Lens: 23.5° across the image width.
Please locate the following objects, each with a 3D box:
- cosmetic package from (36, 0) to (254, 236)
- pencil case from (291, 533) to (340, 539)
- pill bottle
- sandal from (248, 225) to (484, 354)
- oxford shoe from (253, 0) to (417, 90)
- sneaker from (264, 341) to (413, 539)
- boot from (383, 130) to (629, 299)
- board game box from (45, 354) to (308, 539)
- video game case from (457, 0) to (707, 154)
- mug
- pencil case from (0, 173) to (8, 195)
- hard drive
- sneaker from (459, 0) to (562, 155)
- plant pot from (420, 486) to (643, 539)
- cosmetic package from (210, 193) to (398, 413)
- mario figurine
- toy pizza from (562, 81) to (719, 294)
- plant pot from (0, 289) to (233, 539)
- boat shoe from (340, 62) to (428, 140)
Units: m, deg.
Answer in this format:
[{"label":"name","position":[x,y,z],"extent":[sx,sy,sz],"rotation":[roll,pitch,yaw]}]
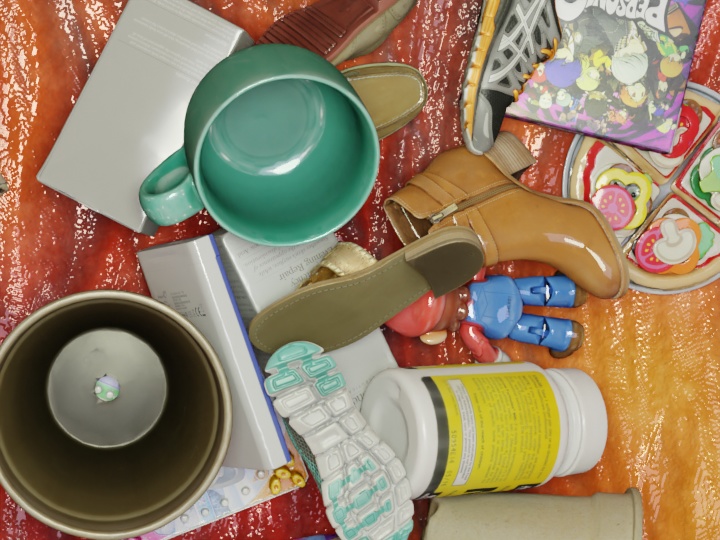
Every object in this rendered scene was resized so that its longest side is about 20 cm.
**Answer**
[{"label":"cosmetic package","position":[-0.184,-0.139,1.503],"extent":[0.107,0.090,0.200],"rotation":[29,93,3]},{"label":"pencil case","position":[-0.056,0.277,1.558],"extent":[0.199,0.088,0.089],"rotation":[-6,95,-8]},{"label":"pill bottle","position":[0.109,0.137,1.517],"extent":[0.199,0.114,0.115],"rotation":[-1,94,-29]},{"label":"sandal","position":[0.002,0.004,1.481],"extent":[0.211,0.070,0.078],"rotation":[-23,132,11]},{"label":"oxford shoe","position":[-0.022,-0.199,1.529],"extent":[0.200,0.075,0.070],"rotation":[-38,58,-8]},{"label":"sneaker","position":[-0.017,0.150,1.459],"extent":[0.077,0.091,0.201],"rotation":[-25,92,-8]},{"label":"boot","position":[0.126,-0.023,1.523],"extent":[0.154,0.074,0.200],"rotation":[-30,67,-35]},{"label":"board game box","position":[-0.170,0.137,1.560],"extent":[0.199,0.026,0.201],"rotation":[-21,97,-7]},{"label":"video game case","position":[0.204,-0.215,1.570],"extent":[0.199,0.036,0.182],"rotation":[14,92,0]},{"label":"mug","position":[-0.085,-0.111,1.430],"extent":[0.184,0.114,0.153],"rotation":[6,114,-17]},{"label":"pencil case","position":[-0.390,-0.129,1.484],"extent":[0.089,0.078,0.200],"rotation":[-34,98,-19]},{"label":"hard drive","position":[-0.127,0.071,1.483],"extent":[0.025,0.132,0.201],"rotation":[-22,97,-28]},{"label":"sneaker","position":[0.136,-0.196,1.517],"extent":[0.077,0.078,0.201],"rotation":[16,91,-2]},{"label":"plant pot","position":[0.140,0.275,1.543],"extent":[0.183,0.200,0.201],"rotation":[11,92,2]},{"label":"cosmetic package","position":[-0.051,0.038,1.535],"extent":[0.101,0.074,0.201],"rotation":[-30,99,-20]},{"label":"mario figurine","position":[0.100,0.027,1.580],"extent":[0.199,0.106,0.124],"rotation":[8,50,-18]},{"label":"toy pizza","position":[0.286,-0.077,1.609],"extent":[0.199,0.032,0.201],"rotation":[-1,94,-8]},{"label":"plant pot","position":[-0.210,0.110,1.452],"extent":[0.199,0.174,0.201],"rotation":[0,93,-7]},{"label":"boat shoe","position":[-0.031,-0.134,1.536],"extent":[0.199,0.076,0.072],"rotation":[-20,96,-7]}]
